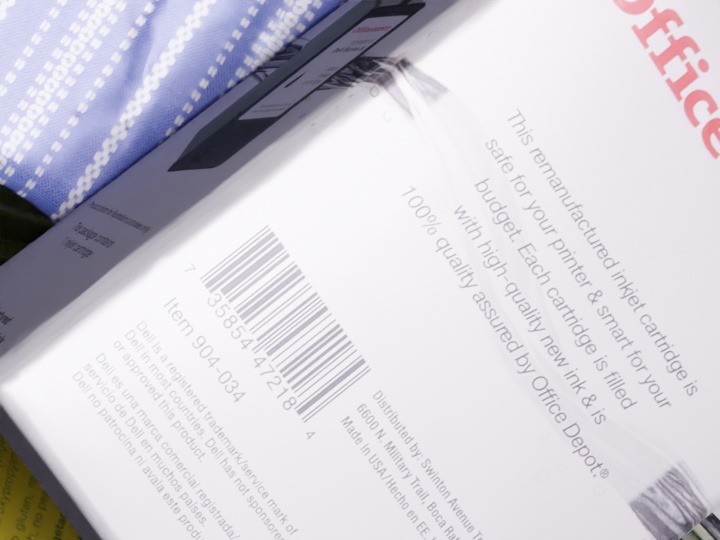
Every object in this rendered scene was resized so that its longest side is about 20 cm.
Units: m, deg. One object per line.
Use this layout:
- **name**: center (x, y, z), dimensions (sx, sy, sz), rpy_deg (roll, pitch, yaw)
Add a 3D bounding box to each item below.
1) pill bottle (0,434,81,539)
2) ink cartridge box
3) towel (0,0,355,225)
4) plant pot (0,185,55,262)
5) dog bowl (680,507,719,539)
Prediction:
- **pill bottle**: center (-0.151, 0.076, 0.804), dimensions (0.200, 0.111, 0.111), rpy_deg (27, 84, -22)
- **ink cartridge box**: center (0.017, 0.014, 0.660), dimensions (0.200, 0.084, 0.146), rpy_deg (-38, 108, -11)
- **towel**: center (-0.030, -0.065, 0.689), dimensions (0.200, 0.024, 0.145), rpy_deg (35, 84, -21)
- **plant pot**: center (-0.062, -0.094, 0.785), dimensions (0.200, 0.190, 0.200), rpy_deg (-2, 95, -24)
- **dog bowl**: center (0.100, 0.107, 0.876), dimensions (0.074, 0.200, 0.200), rpy_deg (-37, 108, -32)
